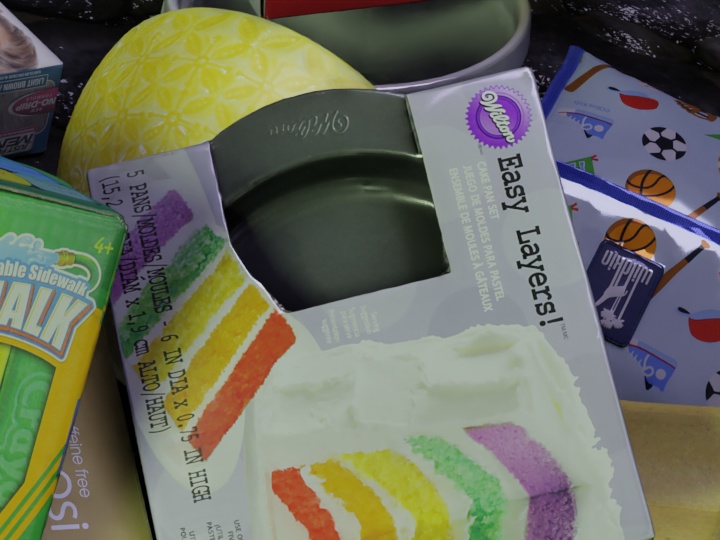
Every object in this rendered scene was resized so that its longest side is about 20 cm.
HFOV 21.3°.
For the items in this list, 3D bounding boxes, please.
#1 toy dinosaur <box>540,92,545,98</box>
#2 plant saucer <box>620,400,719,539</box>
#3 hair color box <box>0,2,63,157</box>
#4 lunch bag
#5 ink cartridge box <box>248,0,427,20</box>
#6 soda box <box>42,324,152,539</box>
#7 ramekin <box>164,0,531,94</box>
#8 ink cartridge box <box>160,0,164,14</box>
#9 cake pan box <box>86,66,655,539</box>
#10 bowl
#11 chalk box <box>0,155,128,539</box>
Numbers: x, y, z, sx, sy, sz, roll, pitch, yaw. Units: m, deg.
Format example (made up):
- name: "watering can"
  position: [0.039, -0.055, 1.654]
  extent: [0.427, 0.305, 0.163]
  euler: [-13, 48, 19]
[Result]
- name: "toy dinosaur"
  position: [0.087, -0.102, 1.185]
  extent: [0.087, 0.048, 0.200]
  euler: [12, 30, 1]
- name: "plant saucer"
  position: [0.057, 0.124, 0.776]
  extent: [0.199, 0.049, 0.200]
  euler: [2, 30, 29]
- name: "hair color box"
  position: [-0.259, -0.135, 1.041]
  extent: [0.100, 0.061, 0.200]
  euler: [-16, 48, -41]
- name: "lunch bag"
  position: [0.142, -0.003, 1.006]
  extent: [0.169, 0.124, 0.200]
  euler: [25, 48, 9]
- name: "ink cartridge box"
  position: [0.028, -0.199, 1.027]
  extent: [0.199, 0.084, 0.176]
  euler: [-9, 38, -17]
- name: "soda box"
  position: [-0.131, 0.073, 0.758]
  extent: [0.064, 0.068, 0.201]
  euler: [1, 52, -25]
- name: "ramekin"
  position: [-0.009, -0.106, 1.057]
  extent: [0.198, 0.106, 0.201]
  euler: [2, 36, -2]
- name: "ink cartridge box"
  position: [-0.041, -0.241, 1.175]
  extent: [0.075, 0.201, 0.148]
  euler: [27, 34, 12]
- name: "cake pan box"
  position: [0.001, 0.031, 0.735]
  extent: [0.183, 0.052, 0.201]
  euler: [-11, 75, -2]
- name: "bowl"
  position: [-0.066, -0.003, 0.846]
  extent: [0.199, 0.201, 0.108]
  euler: [29, 49, 14]
- name: "chalk box"
  position: [-0.170, 0.009, 0.662]
  extent: [0.124, 0.201, 0.124]
  euler: [11, 8, -38]
